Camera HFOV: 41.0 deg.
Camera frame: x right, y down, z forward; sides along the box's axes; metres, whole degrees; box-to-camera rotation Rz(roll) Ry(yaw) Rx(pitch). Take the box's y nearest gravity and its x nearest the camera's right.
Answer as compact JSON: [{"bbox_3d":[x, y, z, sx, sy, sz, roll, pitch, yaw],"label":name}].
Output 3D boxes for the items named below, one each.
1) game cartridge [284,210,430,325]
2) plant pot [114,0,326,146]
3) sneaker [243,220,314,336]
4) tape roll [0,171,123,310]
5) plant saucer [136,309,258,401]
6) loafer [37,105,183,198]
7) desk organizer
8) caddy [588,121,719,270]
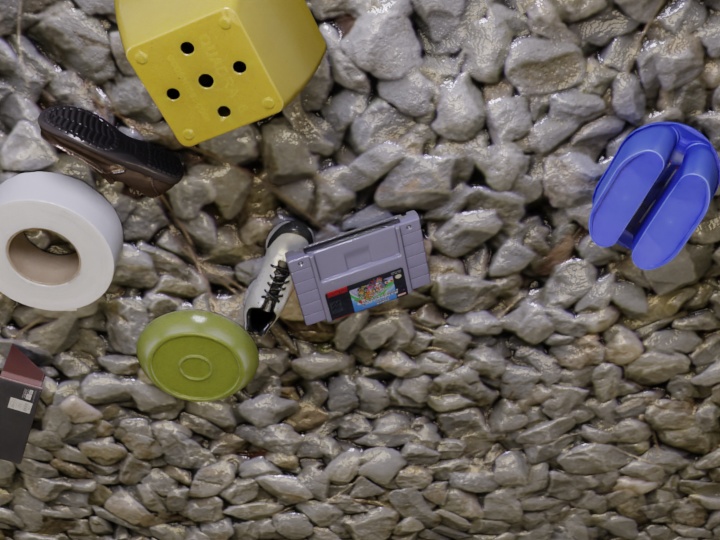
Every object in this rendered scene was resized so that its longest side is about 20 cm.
[{"bbox_3d":[0.000,0.000,1.394,0.198,0.038,0.131,-19,125,-6],"label":"game cartridge"},{"bbox_3d":[-0.169,-0.262,1.119,0.198,0.177,0.201,-17,127,15],"label":"plant pot"},{"bbox_3d":[-0.119,0.016,1.412,0.073,0.080,0.201,18,126,-11],"label":"sneaker"},{"bbox_3d":[-0.443,-0.038,1.374,0.200,0.071,0.204,0,129,0],"label":"tape roll"},{"bbox_3d":[-0.264,0.148,1.553,0.198,0.031,0.201,0,129,0],"label":"plant saucer"},{"bbox_3d":[-0.337,-0.147,1.280,0.199,0.073,0.071,26,124,-20],"label":"loafer"},{"bbox_3d":[-0.567,0.221,1.584,0.071,0.077,0.201,18,128,-14],"label":"desk organizer"},{"bbox_3d":[0.394,-0.101,1.298,0.141,0.105,0.201,29,128,6],"label":"caddy"}]
